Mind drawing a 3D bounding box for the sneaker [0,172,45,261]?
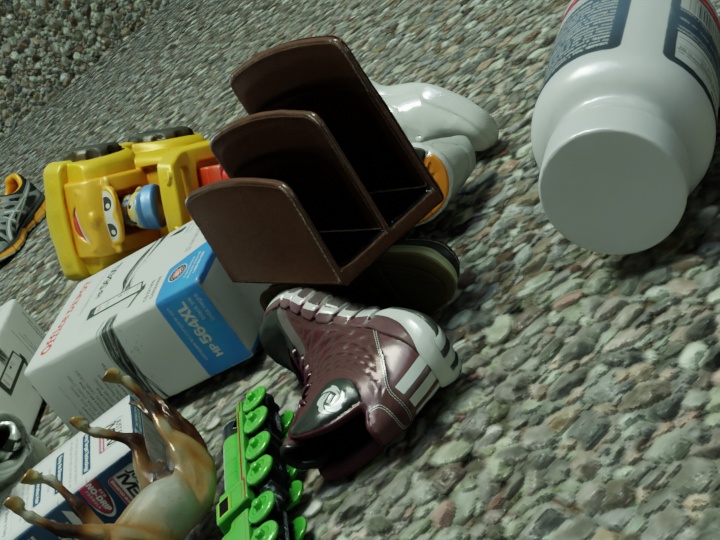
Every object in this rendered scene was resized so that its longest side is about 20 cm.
[{"bbox_3d":[-0.548,-0.071,1.790,0.077,0.078,0.201,-22,29,27],"label":"sneaker"}]

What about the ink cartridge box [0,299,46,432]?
[{"bbox_3d":[-0.394,0.139,1.164,0.145,0.085,0.201,-31,24,14],"label":"ink cartridge box"}]

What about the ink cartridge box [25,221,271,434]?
[{"bbox_3d":[-0.176,0.041,1.020,0.198,0.085,0.147,-26,25,23],"label":"ink cartridge box"}]

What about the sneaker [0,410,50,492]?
[{"bbox_3d":[-0.287,0.149,0.926,0.080,0.076,0.200,-31,-13,6],"label":"sneaker"}]

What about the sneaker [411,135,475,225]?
[{"bbox_3d":[0.019,-0.057,0.989,0.198,0.077,0.092,-20,6,41],"label":"sneaker"}]

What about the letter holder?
[{"bbox_3d":[-0.057,-0.076,0.847,0.100,0.143,0.199,-40,18,-22],"label":"letter holder"}]

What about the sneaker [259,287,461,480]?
[{"bbox_3d":[-0.032,0.078,0.785,0.199,0.076,0.116,0,45,54],"label":"sneaker"}]

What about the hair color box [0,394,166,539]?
[{"bbox_3d":[-0.231,0.190,0.867,0.199,0.061,0.100,-37,22,0],"label":"hair color box"}]

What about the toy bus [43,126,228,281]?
[{"bbox_3d":[-0.176,-0.066,1.133,0.190,0.138,0.198,0,13,42],"label":"toy bus"}]

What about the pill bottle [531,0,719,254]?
[{"bbox_3d":[0.175,-0.106,0.773,0.118,0.120,0.201,-20,27,32],"label":"pill bottle"}]

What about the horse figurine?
[{"bbox_3d":[-0.144,0.146,0.755,0.050,0.132,0.201,-46,8,32],"label":"horse figurine"}]

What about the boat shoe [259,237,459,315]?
[{"bbox_3d":[0.000,0.000,0.882,0.198,0.073,0.065,-12,38,45],"label":"boat shoe"}]

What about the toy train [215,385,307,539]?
[{"bbox_3d":[-0.067,0.142,0.757,0.056,0.042,0.201,-43,22,11],"label":"toy train"}]

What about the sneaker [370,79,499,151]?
[{"bbox_3d":[0.024,-0.119,1.037,0.197,0.075,0.090,16,74,25],"label":"sneaker"}]
